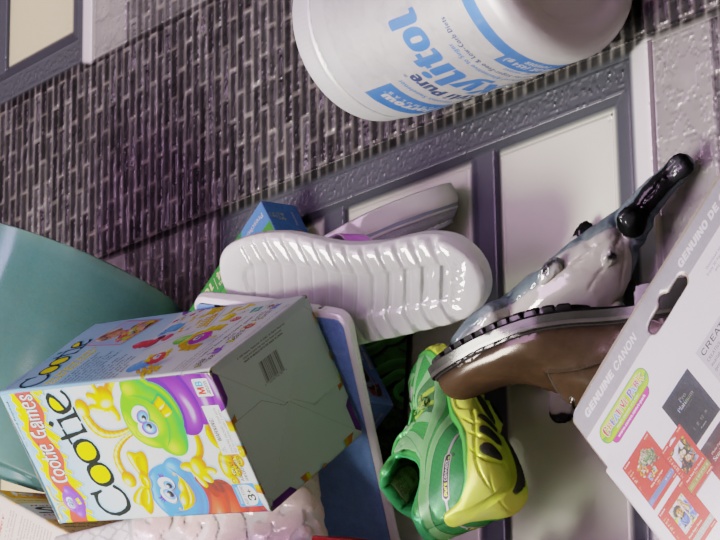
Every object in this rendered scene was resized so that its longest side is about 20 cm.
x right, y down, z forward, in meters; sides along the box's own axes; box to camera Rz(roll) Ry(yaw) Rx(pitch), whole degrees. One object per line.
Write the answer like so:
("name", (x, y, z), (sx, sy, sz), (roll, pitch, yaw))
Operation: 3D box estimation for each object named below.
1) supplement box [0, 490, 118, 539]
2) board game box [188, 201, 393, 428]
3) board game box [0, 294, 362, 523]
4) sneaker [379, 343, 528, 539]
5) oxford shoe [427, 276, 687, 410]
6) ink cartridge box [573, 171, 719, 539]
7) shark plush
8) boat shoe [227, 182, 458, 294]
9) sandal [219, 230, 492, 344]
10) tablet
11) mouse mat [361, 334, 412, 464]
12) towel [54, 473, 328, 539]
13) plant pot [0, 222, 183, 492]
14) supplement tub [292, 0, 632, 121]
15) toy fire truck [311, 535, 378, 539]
("supplement box", (-0.182, 0.221, 1.823), (0.200, 0.126, 0.074), (17, 97, 53))
("board game box", (-0.061, 0.073, 1.757), (0.151, 0.037, 0.200), (-55, 44, 30))
("board game box", (-0.118, 0.093, 1.611), (0.200, 0.105, 0.103), (-8, 111, 42))
("sneaker", (0.045, 0.105, 1.526), (0.084, 0.074, 0.200), (-32, 17, 5))
("oxford shoe", (0.131, 0.058, 1.435), (0.200, 0.073, 0.084), (-12, 86, 28))
("ink cartridge box", (0.227, 0.062, 1.328), (0.176, 0.084, 0.200), (53, 124, 40))
("shark plush", (0.124, -0.004, 1.512), (0.083, 0.091, 0.200), (-77, 12, -57))
("boat shoe", (-0.012, 0.013, 1.663), (0.201, 0.070, 0.072), (-31, 86, 13))
("sandal", (0.001, 0.007, 1.596), (0.203, 0.050, 0.082), (1, 114, 33))
("tablet", (-0.038, 0.109, 1.641), (0.130, 0.014, 0.200), (6, 120, 36))
("mouse mat", (-0.026, 0.063, 1.748), (0.200, 0.008, 0.161), (-7, 76, 52))
("towel", (-0.104, 0.236, 1.583), (0.191, 0.032, 0.200), (-17, 61, 16))
("plant pot", (-0.253, 0.072, 1.858), (0.201, 0.201, 0.161), (2, 67, 54))
("supplement tub", (0.064, -0.176, 1.575), (0.200, 0.132, 0.132), (-17, 69, 52))
("toy fire truck", (0.076, 0.189, 1.464), (0.200, 0.141, 0.049), (-4, 79, 54))
